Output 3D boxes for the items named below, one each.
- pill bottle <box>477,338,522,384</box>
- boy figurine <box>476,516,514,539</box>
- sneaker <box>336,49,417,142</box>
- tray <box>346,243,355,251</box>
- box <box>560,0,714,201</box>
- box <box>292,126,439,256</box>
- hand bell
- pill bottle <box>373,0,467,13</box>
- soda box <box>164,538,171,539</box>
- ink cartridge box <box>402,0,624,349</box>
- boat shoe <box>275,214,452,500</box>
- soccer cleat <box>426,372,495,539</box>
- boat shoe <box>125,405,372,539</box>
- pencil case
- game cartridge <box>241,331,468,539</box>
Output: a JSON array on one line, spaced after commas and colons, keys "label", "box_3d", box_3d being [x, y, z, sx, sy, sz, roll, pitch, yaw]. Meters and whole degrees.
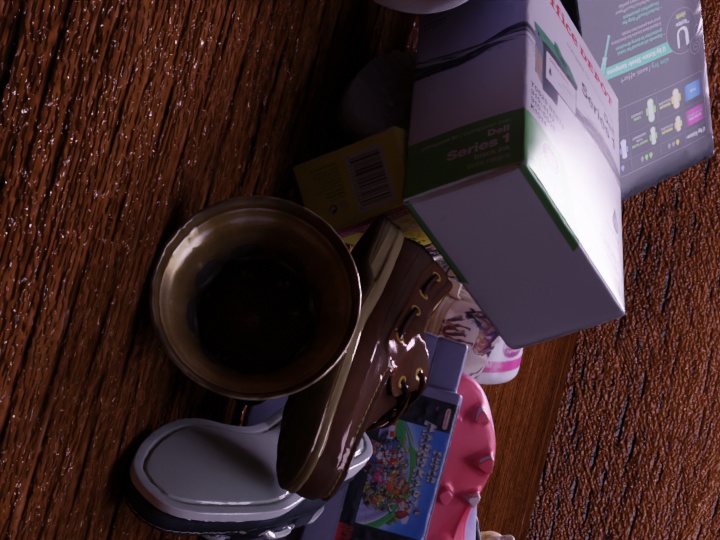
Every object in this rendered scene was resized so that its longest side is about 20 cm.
[{"label": "pill bottle", "box_3d": [0.095, -0.017, 1.388, 0.113, 0.113, 0.201, -33, 135, -71]}, {"label": "boy figurine", "box_3d": [0.056, 0.209, 1.279, 0.200, 0.124, 0.065, 84, 5, -83]}, {"label": "sneaker", "box_3d": [0.035, -0.102, 1.146, 0.080, 0.077, 0.200, -34, 171, 30]}, {"label": "tray", "box_3d": [0.000, 0.000, 1.176, 0.200, 0.037, 0.099, -43, 145, -69]}, {"label": "box", "box_3d": [0.159, -0.167, 1.231, 0.124, 0.148, 0.201, -26, 119, -28]}, {"label": "box", "box_3d": [0.033, -0.047, 1.086, 0.200, 0.075, 0.050, 11, 62, -68]}, {"label": "hand bell", "box_3d": [-0.059, 0.044, 0.911, 0.200, 0.104, 0.105, 105, 3, -71]}, {"label": "pill bottle", "box_3d": [0.057, -0.231, 1.008, 0.200, 0.110, 0.112, -52, 153, -61]}, {"label": "soda box", "box_3d": [-0.090, 0.246, 0.966, 0.063, 0.070, 0.201, -64, 163, -45]}, {"label": "ink cartridge box", "box_3d": [0.099, -0.078, 1.046, 0.146, 0.084, 0.201, 51, 32, -38]}, {"label": "boat shoe", "box_3d": [0.008, 0.051, 0.932, 0.072, 0.067, 0.201, -51, -168, 41]}, {"label": "soccer cleat", "box_3d": [0.051, 0.156, 1.118, 0.076, 0.066, 0.201, -126, -147, -68]}, {"label": "boat shoe", "box_3d": [-0.064, 0.120, 0.918, 0.200, 0.076, 0.060, -1, 132, -56]}, {"label": "pencil case", "box_3d": [0.054, 0.079, 1.307, 0.089, 0.078, 0.201, -34, 151, -57]}, {"label": "game cartridge", "box_3d": [-0.015, 0.125, 1.032, 0.038, 0.129, 0.201, 122, -17, -82]}]
